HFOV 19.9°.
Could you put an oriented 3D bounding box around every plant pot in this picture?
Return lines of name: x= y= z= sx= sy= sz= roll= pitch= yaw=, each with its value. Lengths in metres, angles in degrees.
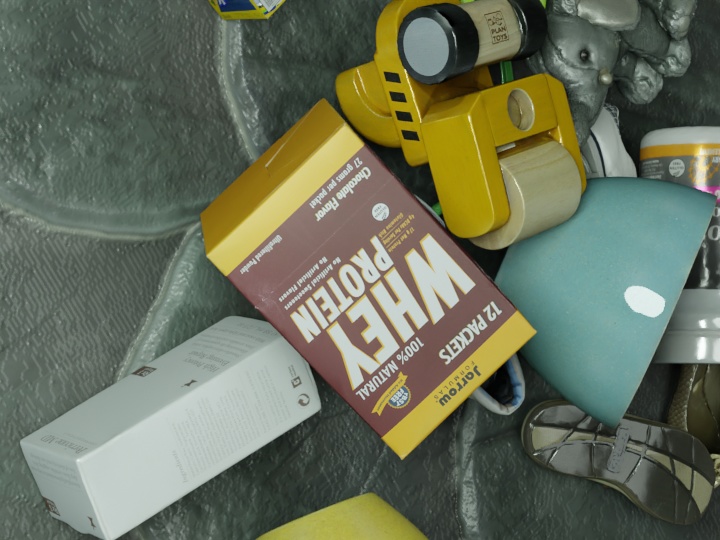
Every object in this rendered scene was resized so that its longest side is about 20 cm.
plant pot: x=-0.010 y=0.256 z=1.582 sx=0.199 sy=0.200 sz=0.143 roll=-16 pitch=79 yaw=-31
plant pot: x=0.181 y=0.006 z=1.623 sx=0.134 sy=0.200 sz=0.201 roll=24 pitch=79 yaw=6

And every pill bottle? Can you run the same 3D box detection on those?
pill bottle: x=0.298 y=-0.020 z=1.772 sx=0.116 sy=0.116 sz=0.201 roll=2 pitch=87 yaw=-34

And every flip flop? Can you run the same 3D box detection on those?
flip flop: x=0.225 y=0.163 z=1.794 sx=0.199 sy=0.058 sz=0.082 roll=19 pitch=89 yaw=-18

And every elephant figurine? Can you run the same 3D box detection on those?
elephant figurine: x=0.177 y=-0.194 z=1.657 sx=0.199 sy=0.155 sz=0.142 roll=-15 pitch=125 yaw=-50

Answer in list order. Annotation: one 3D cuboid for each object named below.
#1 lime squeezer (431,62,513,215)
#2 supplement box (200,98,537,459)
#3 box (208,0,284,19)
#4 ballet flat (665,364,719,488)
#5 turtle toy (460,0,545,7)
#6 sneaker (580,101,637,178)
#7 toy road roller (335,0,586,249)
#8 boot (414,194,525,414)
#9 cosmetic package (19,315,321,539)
lime squeezer: x=0.105 y=-0.113 z=1.701 sx=0.070 sy=0.038 sz=0.201 roll=21 pitch=83 yaw=-2
supplement box: x=0.000 y=0.000 z=1.491 sx=0.133 sy=0.197 sz=0.200 roll=-43 pitch=101 yaw=3
box: x=-0.043 y=-0.279 z=1.556 sx=0.200 sy=0.070 sz=0.064 roll=-49 pitch=119 yaw=-20
ballet flat: x=0.315 y=0.108 z=1.848 sx=0.067 sy=0.046 sz=0.201 roll=3 pitch=93 yaw=-35
turtle toy: x=0.106 y=-0.278 z=1.611 sx=0.101 sy=0.145 sz=0.201 roll=38 pitch=50 yaw=-59
sneaker: x=0.212 y=-0.043 z=1.755 sx=0.080 sy=0.076 sz=0.201 roll=-34 pitch=120 yaw=-48
toy road roller: x=0.070 y=-0.114 z=1.549 sx=0.123 sy=0.145 sz=0.201 roll=-21 pitch=95 yaw=-47
boot: x=0.073 y=0.025 z=1.643 sx=0.073 sy=0.096 sz=0.201 roll=-37 pitch=114 yaw=-10
cosmetic package: x=-0.139 y=0.113 z=1.516 sx=0.199 sy=0.101 sz=0.074 roll=-30 pitch=110 yaw=-29
